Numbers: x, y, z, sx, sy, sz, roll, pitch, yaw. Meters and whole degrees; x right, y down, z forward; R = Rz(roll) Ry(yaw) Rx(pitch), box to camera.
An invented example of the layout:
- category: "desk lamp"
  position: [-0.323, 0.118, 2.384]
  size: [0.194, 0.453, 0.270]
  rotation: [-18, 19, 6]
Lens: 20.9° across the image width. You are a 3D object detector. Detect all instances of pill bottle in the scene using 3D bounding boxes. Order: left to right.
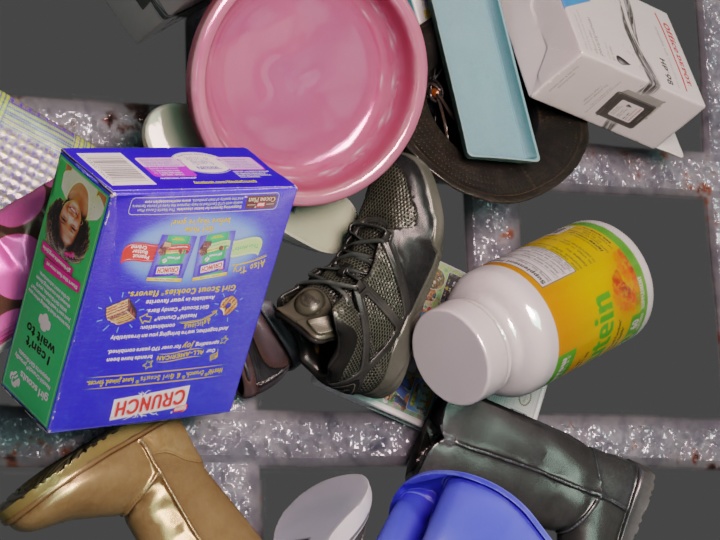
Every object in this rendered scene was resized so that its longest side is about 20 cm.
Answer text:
- category: "pill bottle"
  position: [0.139, 0.038, 1.599]
  size: [0.200, 0.111, 0.111]
  rotation: [-24, 89, -41]

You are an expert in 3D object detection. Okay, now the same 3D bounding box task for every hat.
- category: "hat"
  position: [0.092, -0.124, 1.664]
  size: [0.201, 0.081, 0.201]
  rotation: [13, 56, -20]

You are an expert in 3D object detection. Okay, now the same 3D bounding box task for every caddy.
- category: "caddy"
  position: [0.096, 0.249, 1.549]
  size: [0.200, 0.141, 0.105]
  rotation: [53, 44, -14]

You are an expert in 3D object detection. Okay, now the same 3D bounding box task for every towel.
- category: "towel"
  position: [-0.297, -0.072, 1.523]
  size: [0.200, 0.023, 0.144]
  rotation: [27, 69, -17]

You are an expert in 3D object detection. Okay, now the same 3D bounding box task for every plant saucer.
- category: "plant saucer"
  position: [-0.046, -0.152, 1.523]
  size: [0.200, 0.051, 0.201]
  rotation: [-7, 106, -24]
- category: "plant saucer"
  position: [0.097, -0.176, 1.634]
  size: [0.070, 0.019, 0.200]
  rotation: [3, 60, -27]

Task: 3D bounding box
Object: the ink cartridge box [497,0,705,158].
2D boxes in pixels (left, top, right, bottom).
- category: "ink cartridge box"
  position: [0.223, -0.183, 1.696]
  size: [0.200, 0.067, 0.116]
  rotation: [17, 45, -39]

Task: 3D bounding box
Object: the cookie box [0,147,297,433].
- category: "cookie box"
  position: [-0.157, 0.013, 1.443]
  size: [0.171, 0.075, 0.200]
  rotation: [-3, 121, -41]

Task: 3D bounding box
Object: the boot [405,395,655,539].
- category: "boot"
  position: [0.129, 0.202, 1.615]
  size: [0.200, 0.066, 0.165]
  rotation: [23, 77, -20]

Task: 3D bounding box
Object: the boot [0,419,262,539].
- category: "boot"
  position: [-0.158, 0.217, 1.497]
  size: [0.175, 0.066, 0.200]
  rotation: [-32, 94, -25]

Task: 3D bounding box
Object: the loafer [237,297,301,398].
- category: "loafer"
  position: [-0.126, 0.014, 1.554]
  size: [0.063, 0.072, 0.200]
  rotation: [-42, 100, -21]

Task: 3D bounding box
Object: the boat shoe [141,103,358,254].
- category: "boat shoe"
  position: [-0.097, -0.069, 1.582]
  size: [0.201, 0.072, 0.070]
  rotation: [30, 77, -23]

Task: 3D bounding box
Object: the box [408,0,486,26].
- category: "box"
  position: [0.049, -0.307, 1.708]
  size: [0.082, 0.049, 0.200]
  rotation: [-13, 84, -26]

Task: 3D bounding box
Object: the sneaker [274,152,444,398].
- category: "sneaker"
  position: [0.000, 0.000, 1.548]
  size: [0.114, 0.076, 0.200]
  rotation: [11, 95, -50]

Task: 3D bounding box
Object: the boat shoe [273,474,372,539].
- category: "boat shoe"
  position: [-0.029, 0.233, 1.516]
  size: [0.200, 0.070, 0.066]
  rotation: [-66, 143, -62]

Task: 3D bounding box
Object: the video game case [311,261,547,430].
- category: "video game case"
  position: [0.069, 0.068, 1.653]
  size: [0.200, 0.018, 0.143]
  rotation: [25, 71, -17]

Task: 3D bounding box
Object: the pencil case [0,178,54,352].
- category: "pencil case"
  position: [-0.244, -0.006, 1.471]
  size: [0.200, 0.091, 0.094]
  rotation: [-36, 71, -15]

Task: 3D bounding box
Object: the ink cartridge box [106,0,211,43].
- category: "ink cartridge box"
  position: [-0.114, -0.269, 1.548]
  size: [0.147, 0.200, 0.083]
  rotation: [-34, 96, -25]
